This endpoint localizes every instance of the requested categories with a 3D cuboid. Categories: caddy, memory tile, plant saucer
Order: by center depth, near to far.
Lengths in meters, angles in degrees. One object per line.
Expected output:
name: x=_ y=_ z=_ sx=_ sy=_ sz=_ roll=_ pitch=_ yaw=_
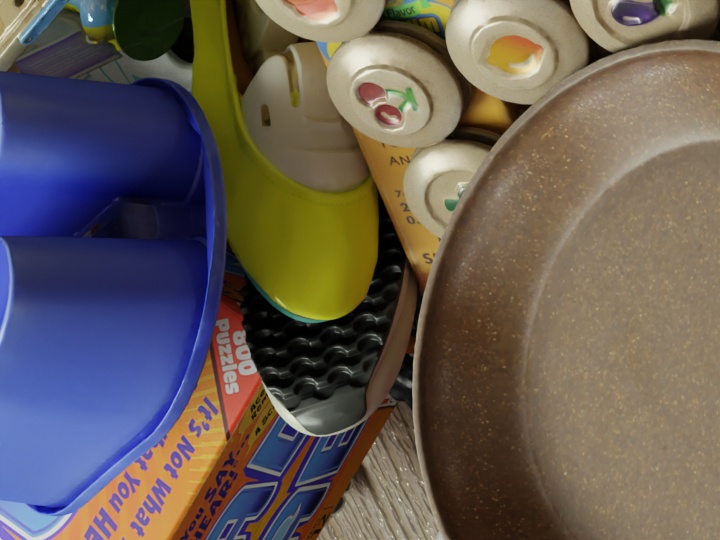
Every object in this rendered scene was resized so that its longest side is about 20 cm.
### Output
plant saucer: x=0.099 y=0.028 z=0.825 sx=0.037 sy=0.201 sz=0.200 roll=13 pitch=-174 yaw=-43
memory tile: x=0.065 y=-0.057 z=0.877 sx=0.153 sy=0.017 sz=0.200 roll=-17 pitch=123 yaw=35
caddy: x=-0.115 y=0.009 z=0.972 sx=0.200 sy=0.105 sz=0.142 roll=-39 pitch=50 yaw=50

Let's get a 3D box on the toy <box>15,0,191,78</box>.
toy: x=-0.148 y=-0.138 z=1.127 sx=0.200 sy=0.115 sz=0.047 roll=27 pitch=137 yaw=43

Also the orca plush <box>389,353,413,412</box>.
orca plush: x=0.054 y=0.032 z=1.023 sx=0.200 sy=0.071 sz=0.105 roll=-4 pitch=90 yaw=55

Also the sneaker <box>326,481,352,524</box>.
sneaker: x=-0.095 y=0.069 z=1.411 sx=0.200 sy=0.078 sz=0.090 roll=49 pitch=161 yaw=-2

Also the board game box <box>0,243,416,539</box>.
board game box: x=-0.125 y=0.063 z=1.165 sx=0.200 sy=0.200 sz=0.200 roll=33 pitch=-171 yaw=17

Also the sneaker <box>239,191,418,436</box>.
sneaker: x=0.000 y=0.000 z=1.039 sx=0.200 sy=0.070 sz=0.093 roll=-96 pitch=-19 yaw=-45

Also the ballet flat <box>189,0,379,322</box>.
ballet flat: x=-0.029 y=-0.080 z=0.969 sx=0.067 sy=0.067 sz=0.200 roll=126 pitch=140 yaw=-51

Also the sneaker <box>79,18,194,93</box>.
sneaker: x=-0.098 y=-0.100 z=1.169 sx=0.200 sy=0.070 sz=0.080 roll=28 pitch=134 yaw=37

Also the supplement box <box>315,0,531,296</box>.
supplement box: x=0.029 y=-0.078 z=0.931 sx=0.066 sy=0.069 sz=0.200 roll=-4 pitch=128 yaw=26

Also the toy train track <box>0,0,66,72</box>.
toy train track: x=-0.090 y=-0.134 z=0.989 sx=0.200 sy=0.033 sz=0.115 roll=-45 pitch=60 yaw=28

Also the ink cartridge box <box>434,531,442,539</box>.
ink cartridge box: x=0.124 y=0.196 z=1.117 sx=0.200 sy=0.084 sz=0.146 roll=33 pitch=166 yaw=-27
